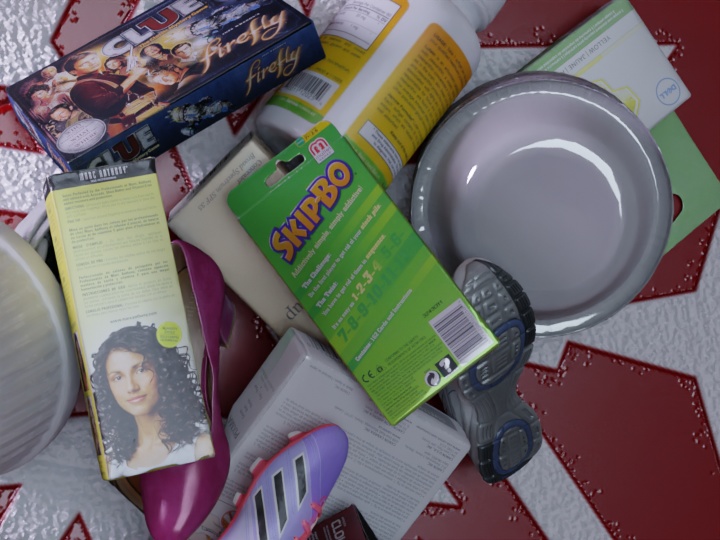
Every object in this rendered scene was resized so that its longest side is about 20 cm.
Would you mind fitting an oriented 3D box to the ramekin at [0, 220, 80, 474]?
[{"bbox_3d":[-0.297,0.061,0.981,0.199,0.105,0.201,6,110,17],"label":"ramekin"}]

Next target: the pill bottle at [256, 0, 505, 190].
[{"bbox_3d":[0.022,-0.155,1.126,0.111,0.111,0.200,40,79,-12],"label":"pill bottle"}]

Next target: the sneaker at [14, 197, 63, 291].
[{"bbox_3d":[-0.245,0.021,1.045,0.074,0.116,0.201,34,82,-14],"label":"sneaker"}]

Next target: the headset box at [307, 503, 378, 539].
[{"bbox_3d":[-0.034,0.273,1.064,0.199,0.077,0.149,-30,123,3],"label":"headset box"}]

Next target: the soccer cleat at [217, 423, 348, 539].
[{"bbox_3d":[-0.067,0.193,0.998,0.076,0.067,0.200,37,78,31],"label":"soccer cleat"}]

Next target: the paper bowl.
[{"bbox_3d":[0.137,-0.047,1.127,0.199,0.104,0.202,1,102,3],"label":"paper bowl"}]

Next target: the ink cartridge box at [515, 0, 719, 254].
[{"bbox_3d":[0.211,-0.101,1.214,0.145,0.048,0.200,-38,97,-14],"label":"ink cartridge box"}]

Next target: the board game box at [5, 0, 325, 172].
[{"bbox_3d":[-0.143,-0.142,1.069,0.199,0.135,0.035,-33,131,-14],"label":"board game box"}]

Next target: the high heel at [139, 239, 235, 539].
[{"bbox_3d":[-0.125,0.082,1.013,0.067,0.096,0.201,3,62,19],"label":"high heel"}]

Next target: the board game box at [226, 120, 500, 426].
[{"bbox_3d":[0.000,0.000,1.033,0.095,0.030,0.200,-37,85,0],"label":"board game box"}]

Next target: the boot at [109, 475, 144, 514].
[{"bbox_3d":[-0.111,0.145,1.101,0.154,0.077,0.201,-13,89,-18],"label":"boot"}]

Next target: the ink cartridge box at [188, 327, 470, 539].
[{"bbox_3d":[-0.040,0.162,1.084,0.161,0.050,0.200,31,103,-27],"label":"ink cartridge box"}]

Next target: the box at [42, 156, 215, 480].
[{"bbox_3d":[-0.152,0.032,0.969,0.075,0.050,0.201,-12,86,-17],"label":"box"}]

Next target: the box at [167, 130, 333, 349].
[{"bbox_3d":[-0.043,-0.001,1.113,0.200,0.078,0.095,44,93,-10],"label":"box"}]

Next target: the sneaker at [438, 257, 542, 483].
[{"bbox_3d":[0.083,0.070,1.114,0.074,0.087,0.201,-25,132,-23],"label":"sneaker"}]
